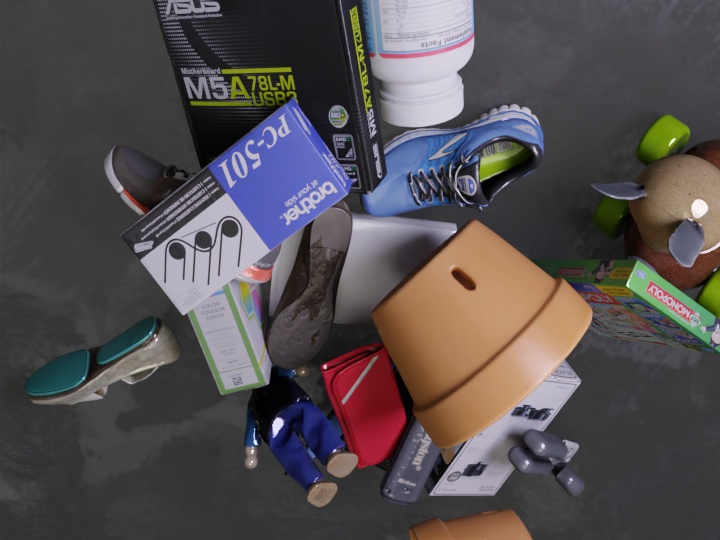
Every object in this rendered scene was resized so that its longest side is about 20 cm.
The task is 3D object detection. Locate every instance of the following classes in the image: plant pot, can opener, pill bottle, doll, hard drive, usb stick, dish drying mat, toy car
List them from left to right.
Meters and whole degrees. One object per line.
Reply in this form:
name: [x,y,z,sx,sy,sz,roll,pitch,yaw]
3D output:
doll: [-0.087,0.169,0.905,0.048,0.200,0.138,22,107,-47]
hard drive: [0.000,0.000,0.899,0.194,0.027,0.135,6,119,-4]
dish drying mat: [0.011,0.155,0.895,0.075,0.018,0.202,-24,137,-8]
pill bottle: [0.046,-0.239,0.713,0.106,0.110,0.204,-6,121,2]
usb stick: [0.078,0.184,0.931,0.054,0.033,0.204,14,111,-24]
plant pot: [0.103,0.049,0.786,0.200,0.200,0.141,-42,88,21]
plant pot: [0.162,0.405,1.053,0.137,0.201,0.204,-21,120,-7]
can opener: [0.233,0.228,0.971,0.053,0.067,0.199,-48,147,6]
toy car: [0.287,-0.045,0.747,0.164,0.198,0.160,43,120,26]

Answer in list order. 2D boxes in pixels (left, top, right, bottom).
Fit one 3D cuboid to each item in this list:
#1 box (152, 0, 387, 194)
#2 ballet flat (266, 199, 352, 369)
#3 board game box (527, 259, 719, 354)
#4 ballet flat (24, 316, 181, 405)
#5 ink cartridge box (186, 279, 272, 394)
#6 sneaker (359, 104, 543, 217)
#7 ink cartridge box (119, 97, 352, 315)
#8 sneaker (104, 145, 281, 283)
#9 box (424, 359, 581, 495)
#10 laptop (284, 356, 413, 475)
box: [-0.081,-0.171,0.742,0.195,0.048,0.197,7,126,26]
ballet flat: [-0.053,0.014,0.859,0.066,0.047,0.204,11,115,-14]
board game box: [0.263,0.033,0.835,0.133,0.199,0.030,31,81,-17]
ballet flat: [-0.298,0.120,0.941,0.196,0.068,0.063,-23,128,12]
ink cartridge box: [-0.149,0.018,0.861,0.058,0.105,0.204,-13,119,6]
sneaker: [0.090,-0.101,0.805,0.196,0.090,0.080,-21,118,10]
ink cartridge box: [-0.112,-0.056,0.731,0.198,0.044,0.095,-35,103,16]
sneaker: [-0.154,-0.075,0.792,0.198,0.077,0.083,34,115,-5]
box: [0.159,0.179,0.965,0.114,0.061,0.203,9,123,-34]
laptop: [0.038,0.195,0.967,0.197,0.104,0.179,30,116,-15]
